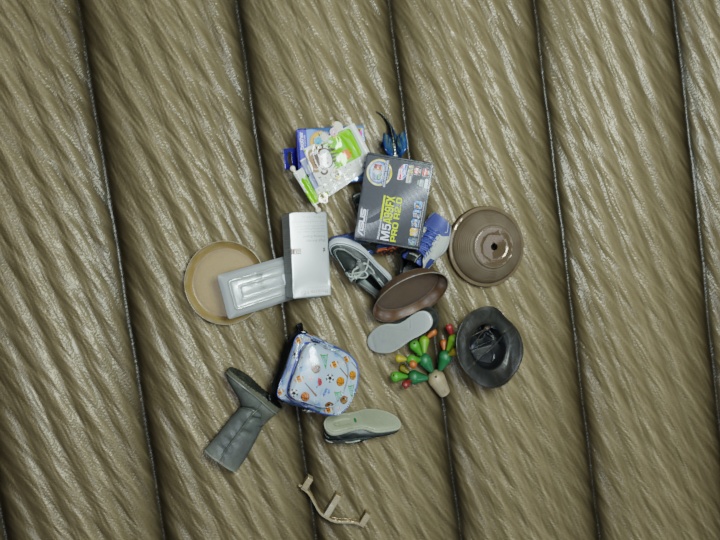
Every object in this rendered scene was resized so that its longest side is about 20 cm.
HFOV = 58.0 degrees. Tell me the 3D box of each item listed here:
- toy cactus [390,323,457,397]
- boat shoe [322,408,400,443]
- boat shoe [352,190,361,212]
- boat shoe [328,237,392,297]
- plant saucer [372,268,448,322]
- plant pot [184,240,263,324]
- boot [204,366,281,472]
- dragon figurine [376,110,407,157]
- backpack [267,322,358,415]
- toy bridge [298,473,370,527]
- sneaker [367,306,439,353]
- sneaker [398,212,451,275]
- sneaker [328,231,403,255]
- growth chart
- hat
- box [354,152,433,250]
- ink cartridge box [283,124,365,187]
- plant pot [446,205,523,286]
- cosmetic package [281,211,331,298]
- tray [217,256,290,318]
[{"bbox_3d":[0.178,0.242,1.621,0.199,0.102,0.166,-36,105,-12],"label":"toy cactus"},{"bbox_3d":[0.003,0.394,1.625,0.196,0.072,0.069,-2,129,-12],"label":"boat shoe"},{"bbox_3d":[0.076,-0.190,1.590,0.197,0.072,0.068,-20,62,-12],"label":"boat shoe"},{"bbox_3d":[-0.002,0.001,1.566,0.073,0.069,0.199,-28,123,31],"label":"boat shoe"},{"bbox_3d":[0.116,0.055,1.567,0.197,0.201,0.035,-22,60,-5],"label":"plant saucer"},{"bbox_3d":[-0.328,0.029,1.586,0.196,0.027,0.204,0,93,-5],"label":"plant pot"},{"bbox_3d":[-0.312,0.364,1.589,0.181,0.073,0.200,42,95,-4],"label":"boot"},{"bbox_3d":[0.081,-0.301,1.570,0.058,0.099,0.204,-7,85,-4],"label":"dragon figurine"},{"bbox_3d":[-0.098,0.253,1.560,0.188,0.154,0.203,23,85,-21],"label":"backpack"},{"bbox_3d":[-0.073,0.590,1.636,0.198,0.027,0.068,33,90,-6],"label":"toy bridge"},{"bbox_3d":[0.113,0.149,1.611,0.198,0.099,0.072,-28,80,30],"label":"sneaker"},{"bbox_3d":[0.152,-0.045,1.577,0.080,0.115,0.202,30,89,14],"label":"sneaker"},{"bbox_3d":[0.015,-0.075,1.599,0.196,0.079,0.076,-5,135,7],"label":"sneaker"},{"bbox_3d":[-0.068,-0.254,1.530,0.199,0.018,0.145,-39,96,-2],"label":"growth chart"},{"bbox_3d":[0.305,0.192,1.623,0.197,0.081,0.205,3,83,-23],"label":"hat"},{"bbox_3d":[0.077,-0.160,1.506,0.157,0.044,0.204,10,97,3],"label":"box"},{"bbox_3d":[-0.086,-0.274,1.573,0.196,0.076,0.139,-5,93,-4],"label":"ink cartridge box"},{"bbox_3d":[0.320,-0.059,1.614,0.197,0.093,0.205,0,93,-7],"label":"plant pot"},{"bbox_3d":[-0.130,-0.036,1.564,0.100,0.074,0.204,-4,89,-22],"label":"cosmetic package"},{"bbox_3d":[-0.237,0.037,1.567,0.197,0.022,0.109,-17,95,-23],"label":"tray"}]
